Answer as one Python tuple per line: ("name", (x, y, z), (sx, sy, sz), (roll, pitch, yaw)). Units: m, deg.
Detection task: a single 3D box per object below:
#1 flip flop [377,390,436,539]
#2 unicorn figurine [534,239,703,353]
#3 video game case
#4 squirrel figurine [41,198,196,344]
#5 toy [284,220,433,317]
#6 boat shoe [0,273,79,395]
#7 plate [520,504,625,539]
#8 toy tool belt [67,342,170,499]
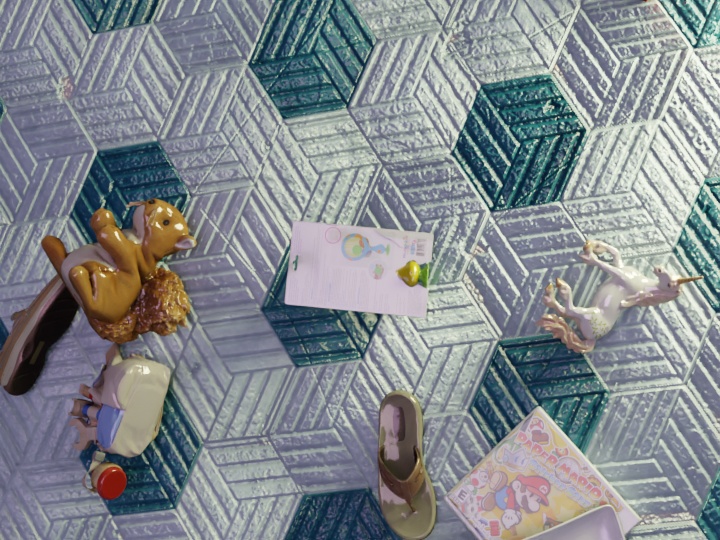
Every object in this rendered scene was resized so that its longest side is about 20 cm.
("flip flop", (0.057, 0.264, 1.735), (0.080, 0.058, 0.204), (-5, 84, 12))
("unicorn figurine", (0.334, 0.027, 1.693), (0.137, 0.074, 0.201), (42, 109, 3))
("video game case", (0.240, 0.317, 1.708), (0.182, 0.023, 0.200), (-44, 78, 6))
("squirrel figurine", (-0.317, -0.001, 1.815), (0.185, 0.141, 0.202), (-34, 118, -17))
("toy", (0.000, 0.000, 1.776), (0.196, 0.047, 0.117), (5, 83, 10))
("boat shoe", (-0.481, 0.079, 1.871), (0.076, 0.072, 0.202), (33, 92, 29))
("plate", (0.266, 0.428, 1.646), (0.197, 0.032, 0.203), (-19, 87, -10))
("toy tool belt", (-0.353, 0.210, 1.817), (0.122, 0.124, 0.203), (17, 86, 44))
